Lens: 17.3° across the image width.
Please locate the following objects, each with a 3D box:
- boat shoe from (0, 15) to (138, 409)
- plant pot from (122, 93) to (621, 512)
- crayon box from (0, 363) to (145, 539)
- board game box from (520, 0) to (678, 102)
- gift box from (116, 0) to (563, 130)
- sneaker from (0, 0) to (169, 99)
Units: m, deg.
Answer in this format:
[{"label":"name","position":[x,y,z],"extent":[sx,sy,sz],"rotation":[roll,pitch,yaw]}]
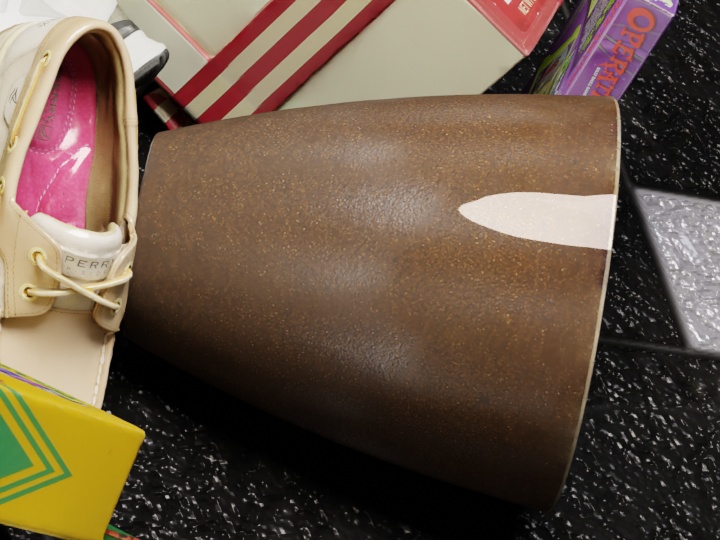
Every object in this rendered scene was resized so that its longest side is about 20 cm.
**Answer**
[{"label":"boat shoe","position":[-0.128,-0.011,0.981],"extent":[0.074,0.069,0.201],"rotation":[5,81,-35]},{"label":"plant pot","position":[0.000,0.000,1.051],"extent":[0.199,0.187,0.187],"rotation":[9,41,0]},{"label":"crayon box","position":[-0.171,0.049,0.871],"extent":[0.127,0.051,0.200],"rotation":[20,-3,33]},{"label":"board game box","position":[0.104,-0.088,1.166],"extent":[0.032,0.200,0.120],"rotation":[29,39,-3]},{"label":"gift box","position":[-0.003,-0.131,1.170],"extent":[0.200,0.187,0.185],"rotation":[48,37,-6]},{"label":"sneaker","position":[-0.188,-0.085,1.064],"extent":[0.115,0.076,0.200],"rotation":[48,49,0]}]
